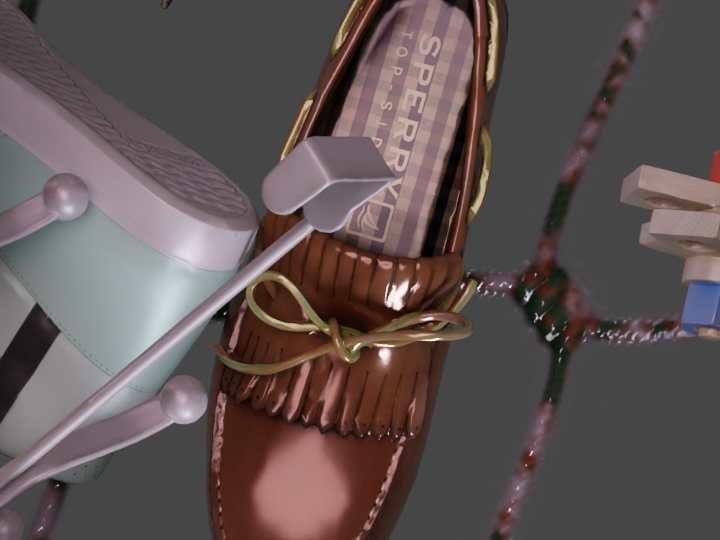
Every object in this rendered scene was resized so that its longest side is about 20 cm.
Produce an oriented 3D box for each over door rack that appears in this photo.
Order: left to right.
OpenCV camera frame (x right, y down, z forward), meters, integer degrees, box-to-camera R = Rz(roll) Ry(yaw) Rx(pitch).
[{"bbox_3d":[-0.083,-0.030,0.743,0.200,0.066,0.148,-43,74,37],"label":"over door rack"}]

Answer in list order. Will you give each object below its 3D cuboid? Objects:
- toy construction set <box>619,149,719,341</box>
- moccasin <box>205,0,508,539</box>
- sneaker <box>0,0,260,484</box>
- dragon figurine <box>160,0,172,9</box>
[{"bbox_3d":[0.112,0.069,0.788,0.130,0.092,0.201,10,92,11],"label":"toy construction set"},{"bbox_3d":[0.002,0.001,0.817,0.073,0.078,0.202,21,83,5],"label":"moccasin"},{"bbox_3d":[-0.132,-0.020,0.847,0.200,0.074,0.119,39,109,27],"label":"sneaker"},{"bbox_3d":[0.024,-0.134,0.822,0.199,0.099,0.059,-17,94,3],"label":"dragon figurine"}]
